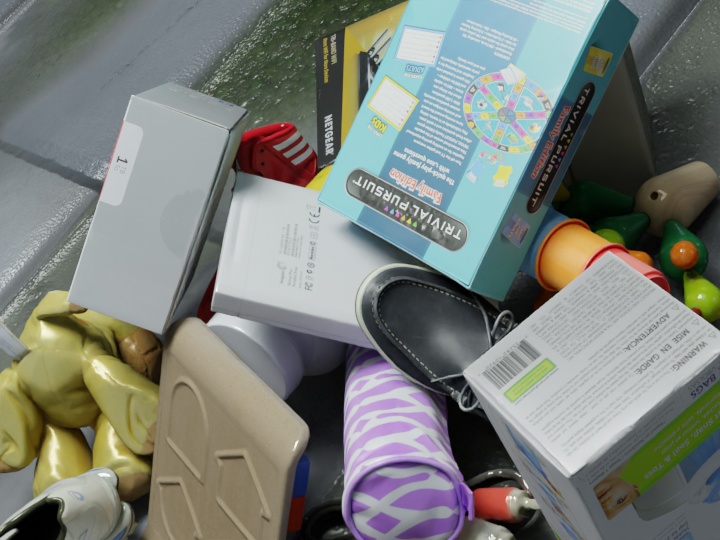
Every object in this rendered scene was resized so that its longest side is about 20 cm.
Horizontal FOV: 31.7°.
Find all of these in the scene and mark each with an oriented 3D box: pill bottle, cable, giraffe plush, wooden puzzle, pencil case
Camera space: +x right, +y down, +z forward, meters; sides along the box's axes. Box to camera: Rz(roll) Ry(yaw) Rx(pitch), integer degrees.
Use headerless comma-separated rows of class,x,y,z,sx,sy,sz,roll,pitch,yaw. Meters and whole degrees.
pill bottle,-0.034,0.009,0.983,0.111,0.113,0.200,6,42,37
cable,0.040,0.164,0.854,0.198,0.050,0.098,6,58,37
giraffe plush,-0.225,0.082,1.051,0.171,0.202,0.162,-27,10,16
wooden puzzle,-0.093,0.158,0.892,0.046,0.203,0.185,-2,24,-35
pencil case,0.030,0.107,0.864,0.084,0.085,0.201,-2,28,2

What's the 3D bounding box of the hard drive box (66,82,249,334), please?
hard drive box,-0.150,-0.056,0.982,0.200,0.076,0.158,-102,31,-79

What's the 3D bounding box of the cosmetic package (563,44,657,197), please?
cosmetic package,0.169,-0.156,0.965,0.072,0.201,0.104,-13,43,18

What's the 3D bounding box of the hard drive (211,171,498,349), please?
hard drive,0.000,0.000,0.898,0.197,0.027,0.133,13,40,-8

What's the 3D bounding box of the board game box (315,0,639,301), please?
board game box,0.073,-0.104,0.847,0.150,0.047,0.202,31,98,39

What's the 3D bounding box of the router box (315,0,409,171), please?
router box,0.038,-0.168,1.181,0.155,0.052,0.202,-20,42,15

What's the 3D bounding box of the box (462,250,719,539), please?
box,0.157,0.109,0.716,0.112,0.201,0.101,-37,41,-8

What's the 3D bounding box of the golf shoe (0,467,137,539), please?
golf shoe,-0.265,0.219,0.946,0.200,0.097,0.079,-43,71,9

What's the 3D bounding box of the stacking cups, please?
stacking cups,0.120,-0.014,0.850,0.060,0.061,0.200,-41,40,-9

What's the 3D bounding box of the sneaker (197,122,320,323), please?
sneaker,-0.104,-0.047,1.107,0.078,0.116,0.201,2,50,36

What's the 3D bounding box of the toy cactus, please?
toy cactus,0.200,-0.022,0.920,0.164,0.103,0.199,-31,34,-26

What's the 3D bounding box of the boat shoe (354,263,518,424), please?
boat shoe,0.085,0.061,0.823,0.075,0.199,0.062,-54,4,-10
